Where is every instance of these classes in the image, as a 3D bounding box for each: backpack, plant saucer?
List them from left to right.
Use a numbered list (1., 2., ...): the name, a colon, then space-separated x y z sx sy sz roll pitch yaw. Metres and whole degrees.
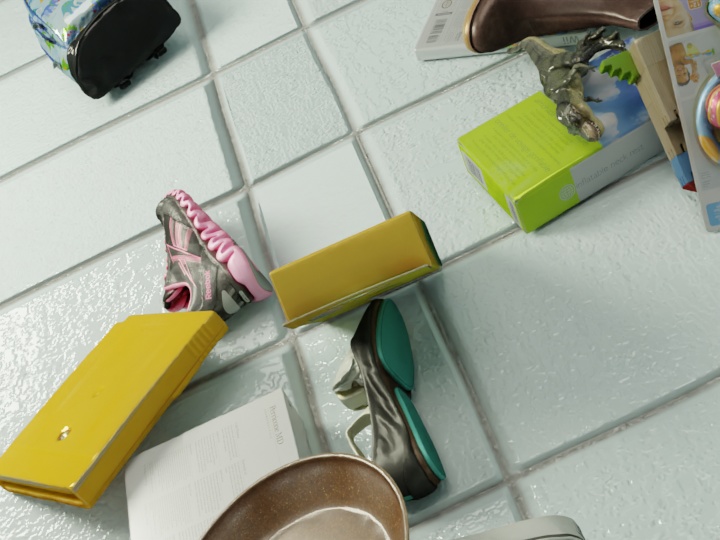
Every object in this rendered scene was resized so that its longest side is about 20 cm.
1. backpack: -0.353 -0.328 1.596 0.163 0.154 0.200 -44 29 -9
2. plant saucer: -0.044 0.216 0.821 0.199 0.037 0.201 -27 35 20

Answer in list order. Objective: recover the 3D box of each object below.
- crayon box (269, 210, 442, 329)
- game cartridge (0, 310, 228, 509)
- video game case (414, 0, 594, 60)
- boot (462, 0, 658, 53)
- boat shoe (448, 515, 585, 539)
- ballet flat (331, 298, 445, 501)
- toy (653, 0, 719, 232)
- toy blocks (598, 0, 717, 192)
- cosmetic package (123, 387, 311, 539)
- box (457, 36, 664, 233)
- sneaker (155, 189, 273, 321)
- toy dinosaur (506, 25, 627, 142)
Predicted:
1. crayon box: 0.000 0.000 1.015 0.126 0.051 0.200 -23 -3 5
2. game cartridge: -0.225 0.118 1.090 0.175 0.033 0.200 -5 40 51
3. video game case: 0.169 -0.290 1.343 0.198 0.018 0.144 -1 47 28
4. boot: 0.216 -0.267 1.222 0.199 0.073 0.166 -36 38 -17
5. boat shoe: 0.062 0.225 0.824 0.198 0.071 0.064 -21 39 6
6. ballet flat: 0.013 0.103 0.985 0.068 0.068 0.201 -28 39 13
7. toy: 0.312 -0.139 0.976 0.114 0.202 0.047 -13 4 17
8. toy blocks: 0.324 -0.155 1.039 0.198 0.100 0.138 -23 82 0
9. cosmetic package: -0.102 0.203 0.953 0.150 0.052 0.201 -26 40 6
10. box: 0.203 -0.129 1.133 0.199 0.048 0.122 -31 41 -5
11. sneaker: -0.168 -0.008 1.202 0.095 0.079 0.200 -45 40 -2
12. toy dinosaur: 0.198 -0.193 1.135 0.088 0.048 0.201 -30 34 7
